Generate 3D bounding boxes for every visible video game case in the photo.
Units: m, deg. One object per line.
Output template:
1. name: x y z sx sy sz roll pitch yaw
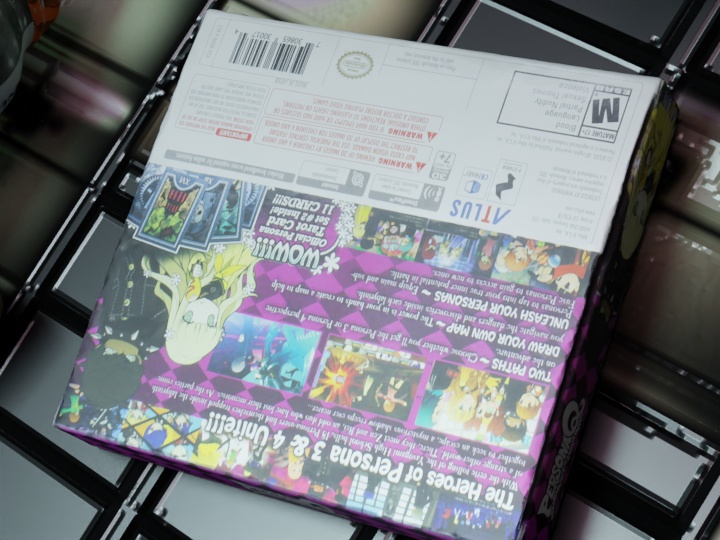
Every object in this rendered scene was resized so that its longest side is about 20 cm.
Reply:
1. video game case: 0.000 0.000 0.721 0.200 0.036 0.182 12 75 27

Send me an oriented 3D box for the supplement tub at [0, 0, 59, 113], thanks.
1. supplement tub: -0.223 -0.075 0.779 0.122 0.123 0.200 28 62 30

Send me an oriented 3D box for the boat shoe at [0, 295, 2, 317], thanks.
1. boat shoe: -0.236 0.047 0.791 0.200 0.072 0.065 -36 61 14
